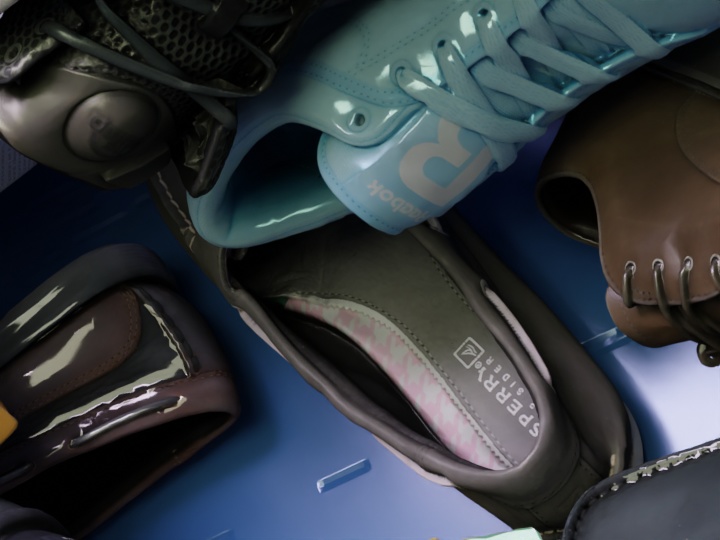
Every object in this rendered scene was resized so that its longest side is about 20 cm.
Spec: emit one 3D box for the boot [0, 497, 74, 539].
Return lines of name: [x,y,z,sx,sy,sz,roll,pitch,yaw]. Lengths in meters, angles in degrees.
boot: [-0.079,0.168,0.766,0.168,0.076,0.201,21,79,37]

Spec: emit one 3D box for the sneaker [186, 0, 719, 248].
sneaker: [0.030,-0.048,0.775,0.200,0.074,0.082,-20,50,45]

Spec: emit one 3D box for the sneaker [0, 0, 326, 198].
sneaker: [-0.026,-0.076,0.739,0.199,0.076,0.115,-12,53,53]

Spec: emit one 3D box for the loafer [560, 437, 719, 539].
loafer: [0.140,0.049,0.747,0.200,0.070,0.068,-13,43,21]

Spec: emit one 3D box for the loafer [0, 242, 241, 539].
loafer: [-0.119,0.079,0.878,0.200,0.072,0.063,-44,66,5]

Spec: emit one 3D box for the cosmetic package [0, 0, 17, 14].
cosmetic package: [-0.079,-0.126,0.715,0.200,0.071,0.105,-29,29,48]

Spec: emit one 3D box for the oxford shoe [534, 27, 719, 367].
oxford shoe: [0.109,-0.005,0.752,0.085,0.073,0.200,-51,27,-5]

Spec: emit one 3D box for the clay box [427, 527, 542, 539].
clay box: [-0.025,0.147,0.818,0.199,0.048,0.115,-16,68,23]

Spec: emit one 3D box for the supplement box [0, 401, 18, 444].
supplement box: [-0.172,0.010,0.873,0.069,0.067,0.200,-45,33,-8]

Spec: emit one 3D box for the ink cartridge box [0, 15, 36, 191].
ink cartridge box: [-0.184,-0.056,0.865,0.196,0.200,0.043,9,114,18]

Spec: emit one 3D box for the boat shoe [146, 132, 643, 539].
boat shoe: [0.000,0.000,0.846,0.200,0.057,0.067,42,96,29]
